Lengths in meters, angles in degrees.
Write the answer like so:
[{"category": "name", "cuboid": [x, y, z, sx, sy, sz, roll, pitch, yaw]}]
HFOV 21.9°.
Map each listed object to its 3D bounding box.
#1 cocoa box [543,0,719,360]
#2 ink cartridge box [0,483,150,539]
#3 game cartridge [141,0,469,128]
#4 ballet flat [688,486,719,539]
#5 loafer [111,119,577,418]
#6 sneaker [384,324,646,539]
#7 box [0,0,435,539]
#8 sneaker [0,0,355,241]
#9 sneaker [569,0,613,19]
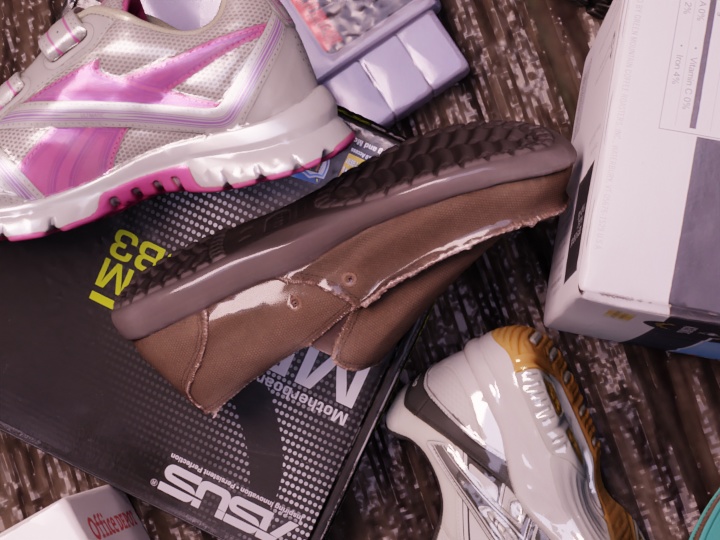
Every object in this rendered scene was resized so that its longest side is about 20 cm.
[{"category": "cocoa box", "cuboid": [0.153, -0.034, 0.750, 0.130, 0.200, 0.134, 10, 85, 3]}, {"category": "ink cartridge box", "cuboid": [-0.130, 0.186, 0.785, 0.125, 0.129, 0.201, -29, 86, 0]}, {"category": "game cartridge", "cuboid": [-0.053, -0.141, 0.852, 0.129, 0.038, 0.200, -34, 85, 4]}, {"category": "ballet flat", "cuboid": [0.159, 0.158, 0.784, 0.067, 0.071, 0.200, 18, 43, 14]}, {"category": "loafer", "cuboid": [0.000, 0.000, 0.756, 0.199, 0.073, 0.071, -22, 106, 14]}, {"category": "sneaker", "cuboid": [0.077, 0.128, 0.817, 0.087, 0.076, 0.201, -24, 84, 19]}, {"category": "box", "cuboid": [-0.072, 0.005, 0.818, 0.199, 0.048, 0.194, 26, 99, 4]}, {"category": "sneaker", "cuboid": [-0.107, -0.065, 0.756, 0.199, 0.081, 0.089, -14, 94, 2]}, {"category": "sneaker", "cuboid": [0.112, -0.161, 0.822, 0.199, 0.078, 0.086, 25, 87, 5]}]
